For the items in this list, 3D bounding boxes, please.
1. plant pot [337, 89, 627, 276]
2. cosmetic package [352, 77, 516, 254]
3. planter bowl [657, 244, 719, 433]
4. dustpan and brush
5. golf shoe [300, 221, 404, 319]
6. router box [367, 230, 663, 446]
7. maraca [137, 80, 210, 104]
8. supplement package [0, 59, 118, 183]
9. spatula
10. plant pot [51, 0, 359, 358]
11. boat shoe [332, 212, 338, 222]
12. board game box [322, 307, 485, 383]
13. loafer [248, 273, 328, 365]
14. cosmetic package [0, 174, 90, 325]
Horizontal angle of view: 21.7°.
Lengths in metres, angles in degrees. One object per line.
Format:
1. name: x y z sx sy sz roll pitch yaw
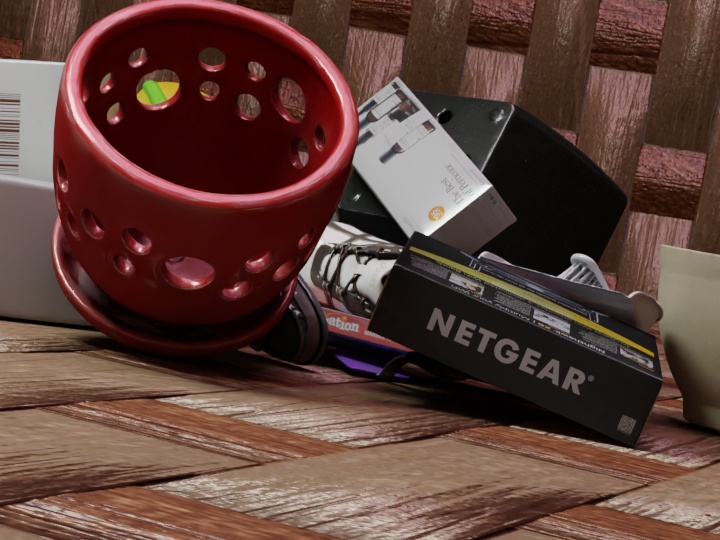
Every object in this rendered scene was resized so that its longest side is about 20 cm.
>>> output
1. plant pot: 0.093 -0.052 1.708 0.198 0.201 0.178 12 -26 38
2. cosmetic package: 0.048 -0.082 1.587 0.051 0.082 0.200 49 3 -39
3. planter bowl: 0.323 0.063 1.472 0.198 0.136 0.200 9 2 0
4. dustpan and brush: 0.189 0.035 1.472 0.139 0.058 0.200 16 -25 34
5. golf shoe: 0.000 0.000 1.471 0.198 0.079 0.095 14 -9 7
6. router box: 0.111 0.044 1.317 0.198 0.053 0.157 24 11 3
7. maraca: -0.147 -0.087 1.584 0.106 0.138 0.200 -27 30 -5
8. supplement package: -0.272 -0.112 1.529 0.116 0.118 0.200 2 4 4
9. spatula: 0.032 0.068 1.359 0.056 0.021 0.200 11 -6 -21
10. plant pot: -0.113 -0.052 1.274 0.198 0.184 0.202 8 44 -8
11. boat shoe: -0.117 -0.016 1.679 0.198 0.072 0.064 -17 14 -17
12. board game box: 0.032 0.057 1.448 0.198 0.020 0.103 14 -6 12
13. loafer: -0.105 0.005 1.404 0.063 0.072 0.200 -6 40 -45
14. cosmetic package: -0.260 -0.019 1.363 0.198 0.103 0.074 10 2 -36
